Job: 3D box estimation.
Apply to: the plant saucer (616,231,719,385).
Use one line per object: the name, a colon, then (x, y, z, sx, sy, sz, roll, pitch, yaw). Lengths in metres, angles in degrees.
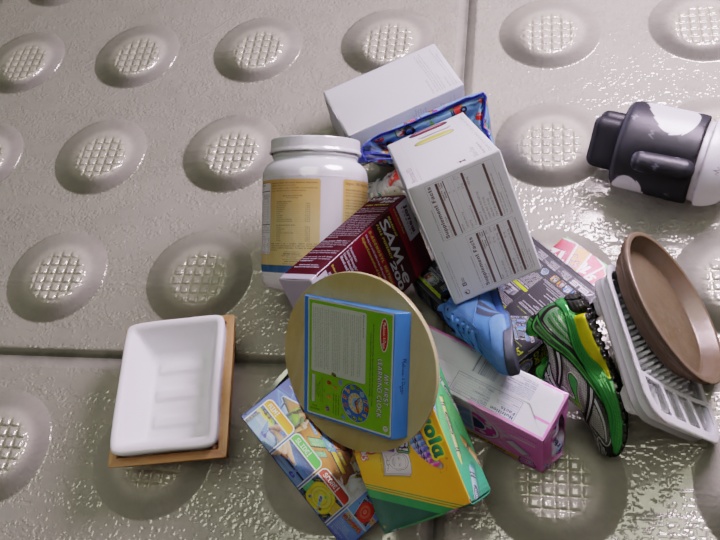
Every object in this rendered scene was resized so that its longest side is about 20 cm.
plant saucer: (0.366, 0.047, 0.936, 0.029, 0.200, 0.201, -35, 49, 34)

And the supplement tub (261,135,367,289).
supplement tub: (-0.062, -0.075, 1.066, 0.144, 0.145, 0.201, 1, 91, 13)

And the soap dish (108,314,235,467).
soap dish: (-0.241, 0.162, 1.037, 0.157, 0.081, 0.200, -7, 58, 8)

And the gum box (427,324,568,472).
gum box: (0.152, 0.155, 0.937, 0.200, 0.114, 0.066, 26, 67, 25)

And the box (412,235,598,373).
box: (0.187, 0.030, 1.021, 0.160, 0.044, 0.200, -37, 52, -10)

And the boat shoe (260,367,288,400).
boat shoe: (-0.057, 0.139, 1.017, 0.061, 0.072, 0.201, 38, 79, 19)

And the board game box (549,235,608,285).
board game box: (0.241, 0.046, 1.040, 0.200, 0.030, 0.096, -42, 59, -11)

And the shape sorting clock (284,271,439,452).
shape sorting clock: (-0.002, 0.100, 0.857, 0.200, 0.200, 0.039, 36, 28, 28)

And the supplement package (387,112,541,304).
supplement package: (0.120, -0.083, 0.955, 0.111, 0.156, 0.200, -24, 23, 4)

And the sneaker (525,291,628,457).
sneaker: (0.258, 0.127, 0.923, 0.085, 0.078, 0.200, -22, 94, 22)

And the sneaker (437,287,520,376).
sneaker: (0.134, 0.067, 0.903, 0.078, 0.066, 0.200, -10, 23, 2)

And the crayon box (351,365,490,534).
crayon box: (0.049, 0.178, 0.884, 0.119, 0.058, 0.200, -28, 76, 28)

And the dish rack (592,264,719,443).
dish rack: (0.339, 0.103, 0.919, 0.044, 0.171, 0.200, -33, 48, 35)

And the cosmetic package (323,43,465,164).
cosmetic package: (0.055, -0.261, 1.239, 0.200, 0.081, 0.113, -24, 57, -2)

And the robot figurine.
robot figurine: (0.418, -0.163, 1.071, 0.200, 0.125, 0.151, 19, 67, 22)

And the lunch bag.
lunch bag: (0.091, -0.188, 1.136, 0.199, 0.151, 0.094, -10, 95, 11)

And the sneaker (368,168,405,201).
sneaker: (0.040, -0.119, 1.144, 0.199, 0.093, 0.071, -1, 58, 12)

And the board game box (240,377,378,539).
board game box: (-0.030, 0.212, 0.947, 0.135, 0.034, 0.200, -38, 80, -12)

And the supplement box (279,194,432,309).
supplement box: (0.000, 0.000, 0.985, 0.061, 0.109, 0.200, 1, 34, 43)
